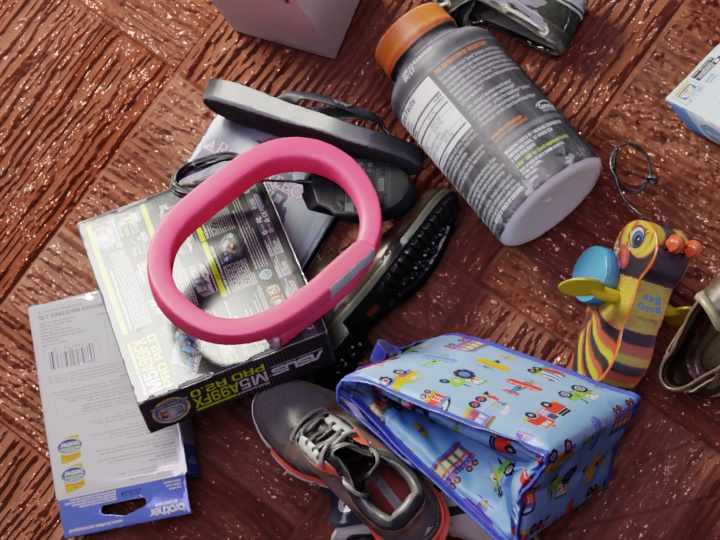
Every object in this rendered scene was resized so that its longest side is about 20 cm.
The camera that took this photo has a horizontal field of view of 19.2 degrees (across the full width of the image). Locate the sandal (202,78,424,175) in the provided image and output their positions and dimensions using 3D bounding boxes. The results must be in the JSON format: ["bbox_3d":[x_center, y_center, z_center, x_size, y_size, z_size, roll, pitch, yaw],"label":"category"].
[{"bbox_3d":[-0.038,-0.129,1.770,0.200,0.076,0.043,21,79,17],"label":"sandal"}]

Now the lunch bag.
[{"bbox_3d":[0.088,0.106,1.643,0.200,0.150,0.094,31,120,25],"label":"lunch bag"}]

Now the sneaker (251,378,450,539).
[{"bbox_3d":[-0.012,0.136,1.635,0.200,0.082,0.077,35,78,30],"label":"sneaker"}]

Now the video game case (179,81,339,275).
[{"bbox_3d":[-0.098,-0.044,1.811,0.143,0.019,0.200,29,85,18],"label":"video game case"}]

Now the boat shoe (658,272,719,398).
[{"bbox_3d":[0.292,0.028,1.613,0.075,0.075,0.202,55,136,32],"label":"boat shoe"}]

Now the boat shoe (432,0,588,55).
[{"bbox_3d":[0.090,-0.239,1.791,0.200,0.071,0.064,23,81,16],"label":"boat shoe"}]

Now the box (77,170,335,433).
[{"bbox_3d":[-0.127,0.017,1.723,0.160,0.044,0.200,-22,52,-4],"label":"box"}]

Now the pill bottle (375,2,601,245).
[{"bbox_3d":[0.097,-0.126,1.741,0.106,0.106,0.200,-39,71,1],"label":"pill bottle"}]

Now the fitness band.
[{"bbox_3d":[-0.073,-0.021,1.673,0.200,0.037,0.144,-39,67,-20],"label":"fitness band"}]

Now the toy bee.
[{"bbox_3d":[0.214,0.003,1.669,0.131,0.109,0.200,-9,96,-27],"label":"toy bee"}]

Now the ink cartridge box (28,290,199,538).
[{"bbox_3d":[-0.203,0.115,1.775,0.119,0.042,0.200,-13,76,12],"label":"ink cartridge box"}]

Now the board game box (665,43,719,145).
[{"bbox_3d":[0.362,-0.167,1.660,0.200,0.199,0.043,-45,116,-1],"label":"board game box"}]

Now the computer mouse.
[{"bbox_3d":[-0.055,-0.064,1.735,0.200,0.034,0.059,4,59,0],"label":"computer mouse"}]

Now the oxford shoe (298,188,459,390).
[{"bbox_3d":[0.000,0.000,1.750,0.200,0.073,0.084,-47,63,-5],"label":"oxford shoe"}]

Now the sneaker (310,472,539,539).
[{"bbox_3d":[0.040,0.195,1.686,0.199,0.079,0.130,43,90,19],"label":"sneaker"}]

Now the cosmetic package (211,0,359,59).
[{"bbox_3d":[-0.075,-0.258,1.764,0.107,0.200,0.085,17,79,19],"label":"cosmetic package"}]
